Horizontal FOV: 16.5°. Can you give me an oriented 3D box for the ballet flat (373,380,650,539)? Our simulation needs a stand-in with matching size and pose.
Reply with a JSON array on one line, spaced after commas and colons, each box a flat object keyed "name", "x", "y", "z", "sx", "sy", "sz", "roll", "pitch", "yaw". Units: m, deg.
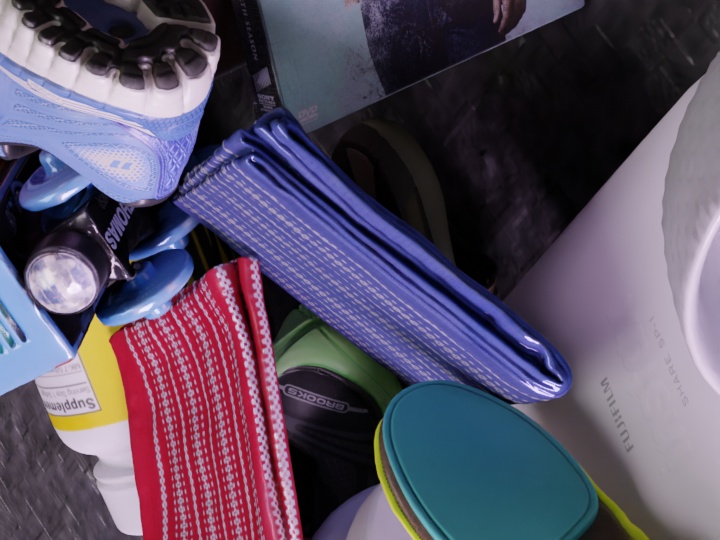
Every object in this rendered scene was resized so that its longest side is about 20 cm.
[{"name": "ballet flat", "x": 0.075, "y": 0.113, "z": 0.851, "sx": 0.200, "sy": 0.067, "sz": 0.067, "roll": 36, "pitch": 149, "yaw": 40}]

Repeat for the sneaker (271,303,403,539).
[{"name": "sneaker", "x": -0.009, "y": 0.096, "z": 1.123, "sx": 0.077, "sy": 0.084, "sz": 0.200, "roll": 43, "pitch": 166, "yaw": 48}]

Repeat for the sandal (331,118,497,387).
[{"name": "sandal", "x": 0.031, "y": 0.001, "z": 1.041, "sx": 0.080, "sy": 0.057, "sz": 0.201, "roll": 47, "pitch": 161, "yaw": 23}]

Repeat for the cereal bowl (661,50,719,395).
[{"name": "cereal bowl", "x": 0.178, "y": -0.039, "z": 0.713, "sx": 0.200, "sy": 0.200, "sz": 0.083, "roll": 105, "pitch": 157, "yaw": -48}]

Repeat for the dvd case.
[{"name": "dvd case", "x": 0.005, "y": -0.164, "z": 0.883, "sx": 0.022, "sy": 0.146, "sz": 0.200, "roll": 17, "pitch": 126, "yaw": 52}]

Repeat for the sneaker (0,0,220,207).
[{"name": "sneaker", "x": -0.134, "y": -0.086, "z": 0.892, "sx": 0.200, "sy": 0.079, "sz": 0.089, "roll": 38, "pitch": 138, "yaw": 30}]

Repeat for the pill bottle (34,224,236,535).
[{"name": "pill bottle", "x": -0.111, "y": 0.019, "z": 1.211, "sx": 0.114, "sy": 0.114, "sz": 0.200, "roll": -5, "pitch": 110, "yaw": 56}]

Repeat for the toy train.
[{"name": "toy train", "x": -0.126, "y": -0.027, "z": 1.051, "sx": 0.114, "sy": 0.200, "sz": 0.087, "roll": -25, "pitch": 112, "yaw": 18}]

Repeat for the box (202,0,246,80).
[{"name": "box", "x": -0.085, "y": -0.200, "z": 0.963, "sx": 0.166, "sy": 0.164, "sz": 0.200, "roll": 32, "pitch": 137, "yaw": 38}]

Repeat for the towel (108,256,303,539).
[{"name": "towel", "x": -0.067, "y": 0.078, "z": 1.057, "sx": 0.200, "sy": 0.022, "sz": 0.145, "roll": 153, "pitch": 108, "yaw": -70}]

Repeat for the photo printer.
[{"name": "photo printer", "x": 0.123, "y": 0.044, "z": 0.885, "sx": 0.200, "sy": 0.069, "sz": 0.167, "roll": -51, "pitch": 49, "yaw": 47}]

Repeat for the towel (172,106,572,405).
[{"name": "towel", "x": 0.000, "y": 0.000, "z": 0.921, "sx": 0.145, "sy": 0.024, "sz": 0.200, "roll": 39, "pitch": 171, "yaw": -7}]

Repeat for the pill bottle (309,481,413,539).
[{"name": "pill bottle", "x": 0.017, "y": 0.155, "z": 1.033, "sx": 0.114, "sy": 0.114, "sz": 0.200, "roll": 53, "pitch": 147, "yaw": 14}]
